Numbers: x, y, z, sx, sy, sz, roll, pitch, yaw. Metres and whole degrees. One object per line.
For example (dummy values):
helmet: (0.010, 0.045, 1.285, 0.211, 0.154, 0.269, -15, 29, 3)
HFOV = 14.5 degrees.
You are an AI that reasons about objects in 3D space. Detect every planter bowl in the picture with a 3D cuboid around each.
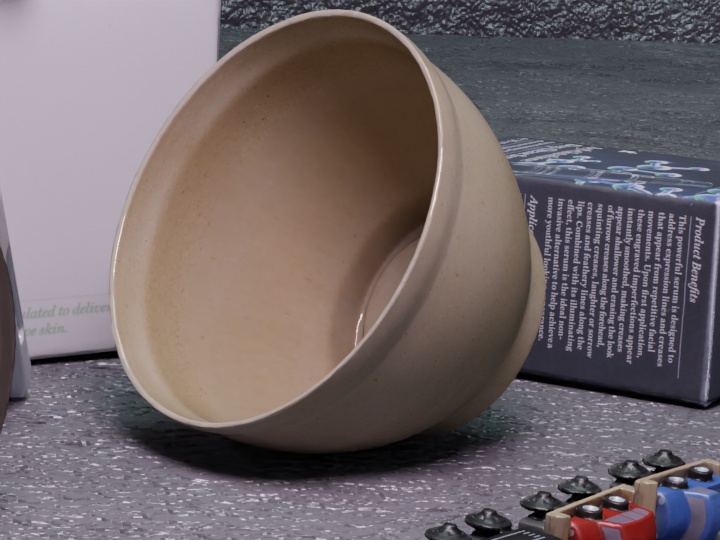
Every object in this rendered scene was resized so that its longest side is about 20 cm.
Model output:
planter bowl: (0.000, 0.000, 1.304, 0.200, 0.201, 0.134, 13, -13, 46)

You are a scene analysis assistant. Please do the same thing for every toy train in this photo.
toy train: (0.092, 0.103, 1.120, 0.046, 0.034, 0.199, 14, 15, 34)

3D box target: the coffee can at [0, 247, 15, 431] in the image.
coffee can: (-0.259, 0.027, 1.126, 0.199, 0.148, 0.146, 8, 11, 26)

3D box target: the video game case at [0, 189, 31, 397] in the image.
video game case: (-0.257, 0.007, 1.300, 0.198, 0.024, 0.182, 3, -29, 0)

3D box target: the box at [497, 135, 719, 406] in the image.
box: (0.129, -0.005, 1.522, 0.199, 0.108, 0.148, 9, 11, 29)

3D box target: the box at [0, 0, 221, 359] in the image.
box: (-0.198, -0.065, 1.505, 0.198, 0.202, 0.171, -4, 11, -33)

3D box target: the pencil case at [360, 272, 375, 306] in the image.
pencil case: (-0.037, -0.013, 1.484, 0.077, 0.087, 0.200, 3, 22, -7)
